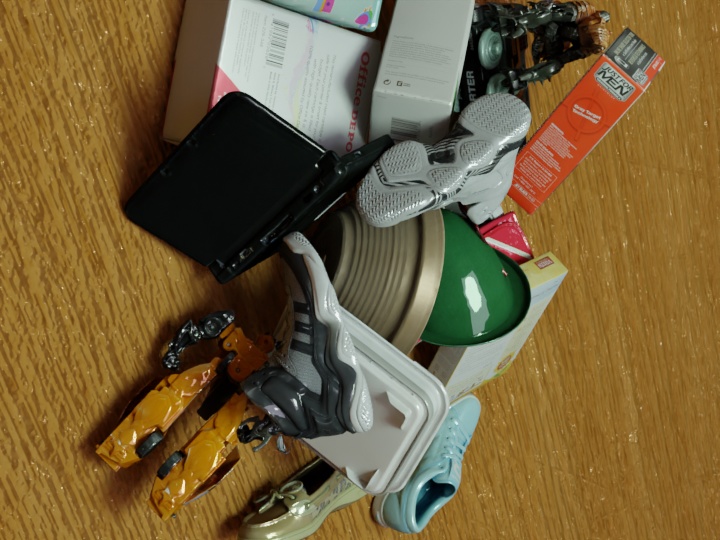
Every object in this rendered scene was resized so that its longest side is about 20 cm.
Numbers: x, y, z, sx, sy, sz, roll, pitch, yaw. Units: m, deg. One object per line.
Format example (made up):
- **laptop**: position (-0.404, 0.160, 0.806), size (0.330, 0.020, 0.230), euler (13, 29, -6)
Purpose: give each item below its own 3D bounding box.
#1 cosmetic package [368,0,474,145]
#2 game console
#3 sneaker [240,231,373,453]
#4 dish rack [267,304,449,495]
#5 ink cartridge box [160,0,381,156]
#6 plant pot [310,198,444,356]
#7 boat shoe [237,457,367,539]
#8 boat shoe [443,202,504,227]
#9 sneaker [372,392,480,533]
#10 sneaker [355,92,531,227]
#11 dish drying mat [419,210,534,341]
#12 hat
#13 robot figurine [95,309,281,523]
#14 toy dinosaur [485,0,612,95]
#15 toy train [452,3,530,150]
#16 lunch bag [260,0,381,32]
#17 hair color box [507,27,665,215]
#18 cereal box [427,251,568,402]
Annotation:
- **cosmetic package**: position (0.066, -0.220, 1.207), size (0.108, 0.083, 0.202), euler (93, 10, -58)
- **game console**: position (-0.095, -0.090, 1.117), size (0.117, 0.199, 0.175), euler (53, 36, 2)
- **sneaker**: position (-0.066, 0.069, 1.094), size (0.112, 0.076, 0.203), euler (-19, 78, -3)
- **dish rack**: position (-0.021, 0.131, 1.177), size (0.043, 0.199, 0.173), euler (-38, 160, -50)
- **ink cartridge box**: position (-0.085, -0.178, 1.152), size (0.198, 0.085, 0.150), euler (9, 93, -44)
- **plant pot**: position (0.000, 0.000, 1.208), size (0.091, 0.200, 0.204), euler (15, 89, -24)
- **boat shoe**: position (-0.063, 0.244, 1.283), size (0.199, 0.072, 0.064), euler (-25, 110, -48)
- **boat shoe**: position (0.092, -0.101, 1.348), size (0.200, 0.068, 0.057), euler (43, 76, -33)
- **sneaker**: position (0.102, 0.239, 1.416), size (0.201, 0.081, 0.074), euler (-54, 130, -19)
- **sneaker**: position (0.083, -0.082, 1.135), size (0.199, 0.075, 0.116), euler (-34, 151, -18)
- **dish drying mat**: position (0.115, 0.009, 1.338), size (0.198, 0.018, 0.078), euler (-31, 106, -23)
- **hat**: position (0.092, -0.048, 1.222), size (0.164, 0.199, 0.178), euler (-29, 138, -27)
- **robot figurine**: position (-0.155, 0.137, 1.139), size (0.145, 0.058, 0.200), euler (43, 75, 4)
- **toy dinosaur**: position (0.214, -0.261, 1.258), size (0.134, 0.200, 0.104), euler (-18, 90, -7)
- **toy train**: position (0.155, -0.219, 1.367), size (0.114, 0.084, 0.203), euler (-33, 120, -43)
- **lunch bag**: position (-0.054, -0.350, 1.119), size (0.169, 0.121, 0.203), euler (7, 97, -42)
- **hair color box**: position (0.240, -0.162, 1.281), size (0.061, 0.201, 0.102), euler (40, 39, 3)
- **cereal box**: position (0.154, 0.075, 1.384), size (0.143, 0.040, 0.201), euler (-22, 149, -37)
